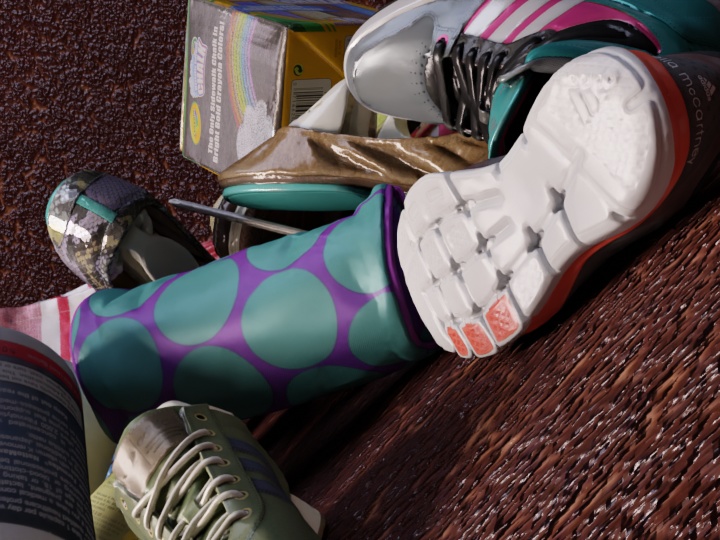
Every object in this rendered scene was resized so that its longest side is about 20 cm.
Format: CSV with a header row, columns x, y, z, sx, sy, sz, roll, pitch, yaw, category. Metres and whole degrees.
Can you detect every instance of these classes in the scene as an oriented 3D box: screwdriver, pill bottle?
x,y,z,sx,sy,sz,roll,pitch,yaw,category
-0.024,-0.022,0.896,0.028,0.198,0.029,-18,-57,-57,screwdriver
-0.180,0.133,0.767,0.119,0.119,0.201,-43,38,22,pill bottle

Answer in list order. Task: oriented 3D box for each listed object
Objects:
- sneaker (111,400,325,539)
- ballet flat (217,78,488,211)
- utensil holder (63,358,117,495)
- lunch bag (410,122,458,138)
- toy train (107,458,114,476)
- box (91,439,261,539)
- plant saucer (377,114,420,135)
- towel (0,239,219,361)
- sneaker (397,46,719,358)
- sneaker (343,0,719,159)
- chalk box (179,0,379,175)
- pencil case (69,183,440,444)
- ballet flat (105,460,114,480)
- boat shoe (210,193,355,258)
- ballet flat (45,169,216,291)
x,y,z,sx,sy,sz,roll,pitch,yaw,category
-0.059,0.094,0.612,0.067,0.090,0.200,-44,5,-1,sneaker
0.015,-0.065,0.876,0.068,0.198,0.073,16,-100,-57,ballet flat
-0.239,0.138,0.950,0.170,0.168,0.202,-166,98,-85,utensil holder
0.102,-0.102,0.952,0.200,0.082,0.176,-43,4,35,lunch bag
-0.138,0.092,1.214,0.200,0.114,0.087,-39,-34,-26,toy train
-0.132,0.158,0.862,0.200,0.050,0.075,-47,25,-23,box
0.083,-0.131,1.081,0.200,0.048,0.199,-43,-22,25,plant saucer
-0.151,0.052,1.083,0.198,0.023,0.145,-18,43,3,towel
0.085,-0.023,0.645,0.081,0.078,0.200,-16,-11,-31,sneaker
0.067,-0.076,0.758,0.198,0.084,0.121,-4,34,29,sneaker
-0.052,-0.132,1.202,0.123,0.126,0.200,-4,19,-30,chalk box
-0.050,0.024,0.835,0.198,0.085,0.093,-18,48,25,pencil case
-0.128,0.141,1.006,0.072,0.072,0.200,-44,5,8,ballet flat
-0.061,-0.020,1.031,0.202,0.074,0.076,18,-96,-74,boat shoe
-0.105,0.014,0.953,0.072,0.072,0.200,-45,-38,-2,ballet flat
